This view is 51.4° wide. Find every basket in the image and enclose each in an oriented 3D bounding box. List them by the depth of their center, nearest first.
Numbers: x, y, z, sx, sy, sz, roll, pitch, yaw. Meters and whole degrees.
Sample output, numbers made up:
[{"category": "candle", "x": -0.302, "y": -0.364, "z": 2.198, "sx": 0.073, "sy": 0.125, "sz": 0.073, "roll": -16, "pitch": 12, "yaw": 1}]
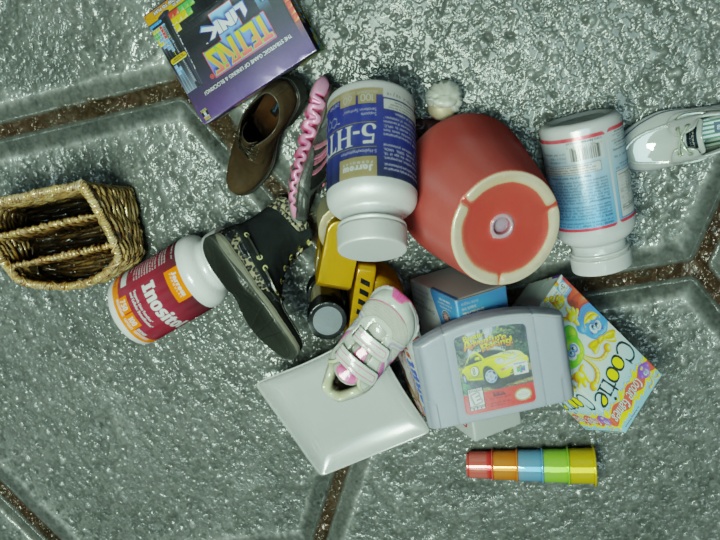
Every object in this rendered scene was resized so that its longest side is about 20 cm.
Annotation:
[{"category": "basket", "x": -0.439, "y": -0.043, "z": 1.101, "sx": 0.194, "sy": 0.149, "sz": 0.147, "roll": -9, "pitch": 92, "yaw": 11}]

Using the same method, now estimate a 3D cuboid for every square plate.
[{"category": "square plate", "x": -0.024, "y": 0.199, "z": 1.113, "sx": 0.196, "sy": 0.029, "sz": 0.201, "roll": -25, "pitch": 114, "yaw": 16}]

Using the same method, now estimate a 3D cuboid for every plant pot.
[{"category": "plant pot", "x": 0.157, "y": -0.083, "z": 0.961, "sx": 0.194, "sy": 0.178, "sz": 0.206, "roll": -4, "pitch": 113, "yaw": -9}]

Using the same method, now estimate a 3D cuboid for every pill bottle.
[{"category": "pill bottle", "x": 0.014, "y": -0.123, "z": 0.949, "sx": 0.116, "sy": 0.120, "sz": 0.206, "roll": -4, "pitch": 73, "yaw": 10}, {"category": "pill bottle", "x": 0.306, "y": -0.102, "z": 0.994, "sx": 0.106, "sy": 0.109, "sz": 0.205, "roll": -10, "pitch": 105, "yaw": 12}, {"category": "pill bottle", "x": -0.272, "y": 0.019, "z": 1.123, "sx": 0.197, "sy": 0.113, "sz": 0.115, "roll": -29, "pitch": 101, "yaw": 16}]

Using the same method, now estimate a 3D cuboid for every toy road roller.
[{"category": "toy road roller", "x": 0.000, "y": 0.000, "z": 1.074, "sx": 0.142, "sy": 0.123, "sz": 0.205, "roll": 6, "pitch": 109, "yaw": -8}]

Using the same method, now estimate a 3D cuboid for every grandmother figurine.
[{"category": "grandmother figurine", "x": 0.092, "y": -0.165, "z": 1.042, "sx": 0.118, "sy": 0.061, "sz": 0.205, "roll": 11, "pitch": 107, "yaw": -24}]

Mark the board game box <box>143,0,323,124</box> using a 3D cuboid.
[{"category": "board game box", "x": -0.175, "y": -0.328, "z": 1.035, "sx": 0.197, "sy": 0.057, "sz": 0.168, "roll": -28, "pitch": 99, "yaw": 16}]

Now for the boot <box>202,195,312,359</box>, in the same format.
[{"category": "boot", "x": -0.111, "y": 0.004, "z": 1.064, "sx": 0.206, "sy": 0.153, "sz": 0.073, "roll": 54, "pitch": 143, "yaw": -2}]

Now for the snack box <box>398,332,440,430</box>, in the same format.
[{"category": "snack box", "x": 0.075, "y": 0.126, "z": 1.045, "sx": 0.024, "sy": 0.072, "sz": 0.204, "roll": -27, "pitch": 118, "yaw": -14}]

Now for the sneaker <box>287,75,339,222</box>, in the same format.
[{"category": "sneaker", "x": -0.047, "y": -0.161, "z": 1.047, "sx": 0.093, "sy": 0.079, "sz": 0.205, "roll": 14, "pitch": 97, "yaw": -12}]

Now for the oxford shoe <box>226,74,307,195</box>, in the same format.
[{"category": "oxford shoe", "x": -0.152, "y": -0.182, "z": 1.048, "sx": 0.072, "sy": 0.084, "sz": 0.202, "roll": 38, "pitch": 126, "yaw": 8}]

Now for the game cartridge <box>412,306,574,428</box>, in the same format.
[{"category": "game cartridge", "x": 0.169, "y": 0.119, "z": 0.958, "sx": 0.194, "sy": 0.041, "sz": 0.137, "roll": -13, "pitch": 101, "yaw": 2}]

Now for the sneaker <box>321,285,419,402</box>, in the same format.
[{"category": "sneaker", "x": 0.009, "y": 0.106, "z": 0.964, "sx": 0.081, "sy": 0.088, "sz": 0.202, "roll": 35, "pitch": 131, "yaw": 10}]

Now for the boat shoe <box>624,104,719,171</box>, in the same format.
[{"category": "boat shoe", "x": 0.430, "y": -0.179, "z": 0.973, "sx": 0.195, "sy": 0.067, "sz": 0.075, "roll": -18, "pitch": 103, "yaw": 14}]

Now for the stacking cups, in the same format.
[{"category": "stacking cups", "x": 0.261, "y": 0.303, "z": 1.147, "sx": 0.194, "sy": 0.061, "sz": 0.062, "roll": -5, "pitch": 106, "yaw": 11}]

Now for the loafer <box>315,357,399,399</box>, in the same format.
[{"category": "loafer", "x": 0.002, "y": 0.151, "z": 1.138, "sx": 0.198, "sy": 0.073, "sz": 0.071, "roll": -38, "pitch": 100, "yaw": 19}]

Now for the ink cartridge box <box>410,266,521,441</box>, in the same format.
[{"category": "ink cartridge box", "x": 0.146, "y": 0.112, "z": 1.055, "sx": 0.082, "sy": 0.145, "sz": 0.206, "roll": -15, "pitch": 106, "yaw": -20}]

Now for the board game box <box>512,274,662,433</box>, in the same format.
[{"category": "board game box", "x": 0.299, "y": 0.118, "z": 1.044, "sx": 0.199, "sy": 0.103, "sz": 0.105, "roll": 43, "pitch": 74, "yaw": -6}]
